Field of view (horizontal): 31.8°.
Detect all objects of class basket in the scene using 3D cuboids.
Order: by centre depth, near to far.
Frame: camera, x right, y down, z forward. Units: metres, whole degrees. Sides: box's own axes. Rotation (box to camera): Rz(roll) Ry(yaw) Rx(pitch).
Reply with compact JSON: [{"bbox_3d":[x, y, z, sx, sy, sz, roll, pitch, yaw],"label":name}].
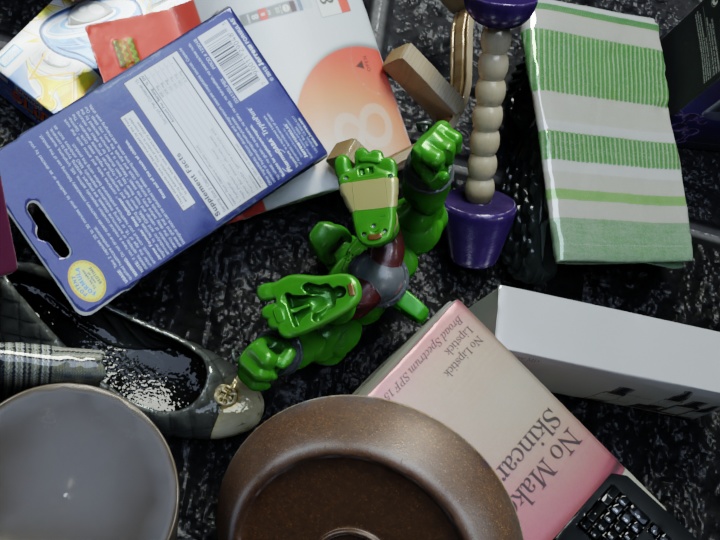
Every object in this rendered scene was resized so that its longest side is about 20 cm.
[{"bbox_3d":[-0.172,0.141,0.710,0.180,0.200,0.136,25,66,-9],"label":"basket"}]

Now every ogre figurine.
[{"bbox_3d":[0.000,0.000,0.840,0.098,0.120,0.201,18,82,15],"label":"ogre figurine"}]

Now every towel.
[{"bbox_3d":[-0.247,0.056,0.715,0.192,0.200,0.035,4,77,-17],"label":"towel"},{"bbox_3d":[0.183,-0.101,0.941,0.152,0.023,0.201,1,77,-37],"label":"towel"}]

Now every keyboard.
[{"bbox_3d":[0.203,0.216,0.755,0.200,0.040,0.104,42,64,13],"label":"keyboard"}]

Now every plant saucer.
[{"bbox_3d":[-0.001,0.175,0.771,0.200,0.200,0.034,46,22,1],"label":"plant saucer"}]

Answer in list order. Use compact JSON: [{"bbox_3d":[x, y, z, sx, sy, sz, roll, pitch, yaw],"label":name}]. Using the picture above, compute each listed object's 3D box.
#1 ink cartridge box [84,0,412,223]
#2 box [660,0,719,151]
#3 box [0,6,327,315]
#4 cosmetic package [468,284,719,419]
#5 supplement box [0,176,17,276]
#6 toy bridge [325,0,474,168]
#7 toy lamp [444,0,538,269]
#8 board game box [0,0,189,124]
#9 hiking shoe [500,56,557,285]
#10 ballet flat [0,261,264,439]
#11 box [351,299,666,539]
[{"bbox_3d":[-0.071,-0.123,0.884,0.200,0.050,0.163,-20,92,-34],"label":"ink cartridge box"},{"bbox_3d":[0.341,-0.153,1.010,0.199,0.141,0.079,4,73,-17],"label":"box"},{"bbox_3d":[-0.135,-0.071,0.830,0.200,0.032,0.121,-36,96,-19],"label":"box"},{"bbox_3d":[0.175,0.063,0.915,0.199,0.083,0.051,12,68,-13],"label":"cosmetic package"},{"bbox_3d":[-0.300,-0.075,0.748,0.131,0.103,0.200,-18,45,-23],"label":"supplement box"},{"bbox_3d":[0.047,-0.135,0.917,0.067,0.027,0.200,42,60,-24],"label":"toy bridge"},{"bbox_3d":[0.090,-0.097,0.898,0.058,0.201,0.058,4,27,-2],"label":"toy lamp"},{"bbox_3d":[-0.151,-0.165,0.912,0.135,0.034,0.200,38,64,-3],"label":"board game box"},{"bbox_3d":[0.158,-0.081,0.962,0.086,0.074,0.201,14,69,-14],"label":"hiking shoe"},{"bbox_3d":[-0.155,0.057,0.822,0.200,0.057,0.067,25,63,-9],"label":"ballet flat"},{"bbox_3d":[0.078,0.141,0.841,0.200,0.109,0.128,44,64,1],"label":"box"}]
